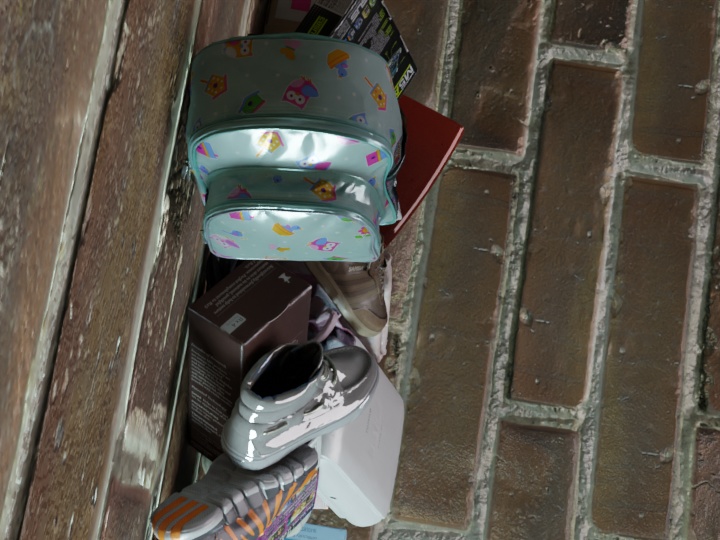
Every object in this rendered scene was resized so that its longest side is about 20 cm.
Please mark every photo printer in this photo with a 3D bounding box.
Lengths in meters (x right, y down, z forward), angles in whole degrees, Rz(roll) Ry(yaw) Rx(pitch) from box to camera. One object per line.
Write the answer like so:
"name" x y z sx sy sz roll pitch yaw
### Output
"photo printer" -0.018 0.172 1.515 0.200 0.069 0.168 56 37 -50

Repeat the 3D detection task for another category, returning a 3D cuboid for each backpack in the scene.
"backpack" -0.051 -0.093 1.050 0.200 0.174 0.155 87 7 -64

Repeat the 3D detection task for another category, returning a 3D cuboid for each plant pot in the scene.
"plant pot" -0.015 -0.113 1.687 0.177 0.198 0.200 -68 -170 -23

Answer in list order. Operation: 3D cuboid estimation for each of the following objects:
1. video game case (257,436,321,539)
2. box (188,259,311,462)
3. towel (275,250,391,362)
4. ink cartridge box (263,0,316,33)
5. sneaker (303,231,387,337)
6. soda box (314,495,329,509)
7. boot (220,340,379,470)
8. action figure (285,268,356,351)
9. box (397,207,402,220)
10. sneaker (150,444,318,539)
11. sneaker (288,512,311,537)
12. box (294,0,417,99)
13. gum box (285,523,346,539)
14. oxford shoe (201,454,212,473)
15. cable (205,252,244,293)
"video game case" -0.117 0.259 1.352 0.200 0.036 0.182 -44 159 -27
"box" -0.108 0.093 1.279 0.100 0.075 0.201 -41 153 -38
"towel" -0.051 -0.001 1.515 0.032 0.199 0.192 -45 156 -29
"ink cartridge box" -0.059 -0.302 1.539 0.165 0.074 0.202 98 2 -70
"sneaker" 0.000 0.000 1.358 0.200 0.075 0.071 51 13 -53
"soda box" -0.070 0.173 1.572 0.064 0.068 0.202 -37 122 -64
"boot" -0.041 0.101 1.235 0.200 0.073 0.096 -34 154 -44
"action figure" -0.093 0.053 1.417 0.200 0.134 0.149 53 -2 33
"box" -0.040 -0.108 1.301 0.200 0.116 0.061 58 20 -58
"sneaker" -0.112 0.235 1.230 0.199 0.077 0.113 -25 120 -44
"sneaker" -0.101 0.205 1.493 0.073 0.071 0.201 -70 152 -50
"box" -0.029 -0.190 1.441 0.201 0.047 0.193 -57 156 -9
"gum box" -0.113 0.392 1.580 0.045 0.168 0.202 94 5 -69
"oxford shoe" -0.144 0.199 1.552 0.200 0.057 0.076 -18 116 -72
"cable" -0.116 -0.028 1.322 0.163 0.050 0.202 92 7 -77
